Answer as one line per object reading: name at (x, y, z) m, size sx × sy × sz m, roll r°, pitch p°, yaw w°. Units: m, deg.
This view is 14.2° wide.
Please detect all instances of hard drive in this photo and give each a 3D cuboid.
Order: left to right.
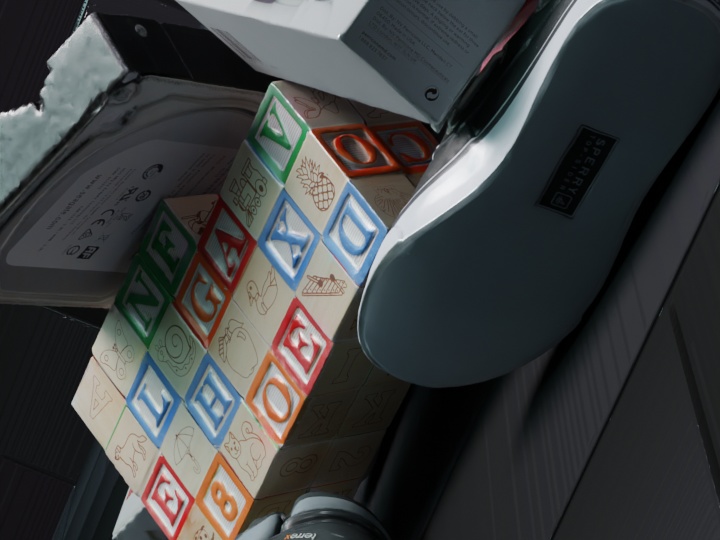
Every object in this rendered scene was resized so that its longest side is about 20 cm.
hard drive at (-0.078, -0.038, 1.191) m, size 0.140 × 0.038 × 0.200 m, roll -43°, pitch -25°, yaw 25°

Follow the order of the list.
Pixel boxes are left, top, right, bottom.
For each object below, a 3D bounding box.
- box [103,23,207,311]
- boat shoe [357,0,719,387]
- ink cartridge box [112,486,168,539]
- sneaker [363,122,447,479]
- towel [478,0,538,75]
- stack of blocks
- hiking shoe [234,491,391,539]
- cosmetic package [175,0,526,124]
box at (-0.088, -0.080, 2.048) m, size 0.197 × 0.117 × 0.201 m, roll 121°, pitch 169°, yaw -52°
boat shoe at (0.059, -0.043, 0.972) m, size 0.068 × 0.073 × 0.200 m, roll -83°, pitch 15°, yaw -48°
ink cartridge box at (-0.050, 0.053, 1.492) m, size 0.147 × 0.083 × 0.201 m, roll 135°, pitch 156°, yaw -73°
sneaker at (0.000, 0.000, 1.286) m, size 0.099 × 0.078 × 0.201 m, roll -3°, pitch 81°, yaw 53°
towel at (0.070, -0.065, 1.171) m, size 0.146 × 0.030 × 0.201 m, roll 141°, pitch 148°, yaw -75°
stack of blocks at (-0.035, 0.017, 1.157) m, size 0.115 × 0.058 × 0.200 m, roll 51°, pitch 132°, yaw 31°
hiking shoe at (-0.069, 0.162, 1.100) m, size 0.200 × 0.074 × 0.087 m, roll -41°, pitch 18°, yaw 5°
cosmetic package at (0.020, -0.136, 1.034) m, size 0.151 × 0.052 × 0.200 m, roll -52°, pitch 21°, yaw -6°
